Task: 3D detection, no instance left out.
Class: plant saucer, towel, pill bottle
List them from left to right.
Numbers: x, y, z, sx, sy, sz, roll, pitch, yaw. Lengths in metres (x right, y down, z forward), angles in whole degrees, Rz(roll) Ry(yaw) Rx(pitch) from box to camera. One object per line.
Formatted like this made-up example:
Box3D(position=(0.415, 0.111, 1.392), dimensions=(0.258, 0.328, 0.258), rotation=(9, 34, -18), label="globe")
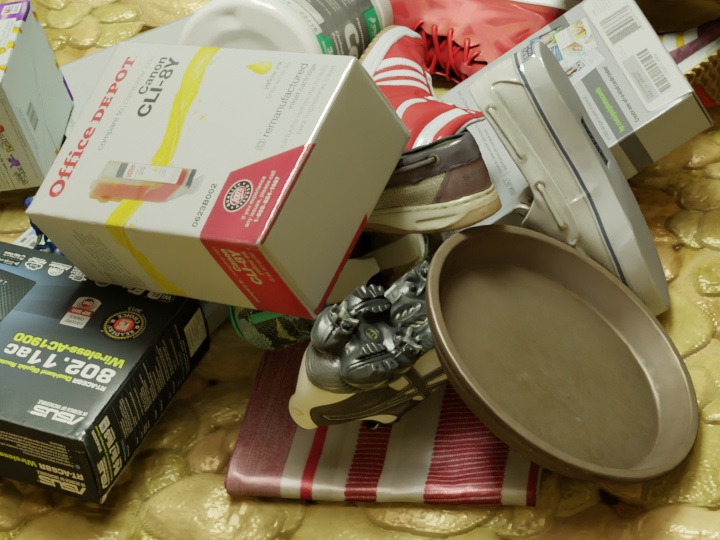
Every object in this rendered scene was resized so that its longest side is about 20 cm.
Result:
Box3D(position=(-0.049, -0.164, 1.584), dimensions=(0.113, 0.114, 0.200), rotation=(6, 20, 17), label="pill bottle")
Box3D(position=(0.022, 0.093, 1.399), dimensions=(0.199, 0.023, 0.144), rotation=(1, 42, 12), label="towel")
Box3D(position=(0.121, 0.055, 1.346), dimensions=(0.200, 0.029, 0.200), rotation=(24, 37, -20), label="plant saucer")

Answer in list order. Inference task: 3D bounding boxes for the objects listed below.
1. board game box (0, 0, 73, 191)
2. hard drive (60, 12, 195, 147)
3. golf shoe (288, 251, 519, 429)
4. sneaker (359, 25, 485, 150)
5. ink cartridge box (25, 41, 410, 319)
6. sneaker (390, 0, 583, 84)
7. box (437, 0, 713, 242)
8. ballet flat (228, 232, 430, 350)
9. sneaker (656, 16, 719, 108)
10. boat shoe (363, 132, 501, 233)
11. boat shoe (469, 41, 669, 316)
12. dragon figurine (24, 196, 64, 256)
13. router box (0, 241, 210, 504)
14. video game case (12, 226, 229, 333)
Box3D(position=(-0.334, -0.122, 1.640), dimensions=(0.199, 0.105, 0.103), rotation=(-6, 43, 14), label="board game box")
Box3D(position=(-0.151, -0.148, 1.717), dimensions=(0.199, 0.026, 0.132), rotation=(-24, 42, -18), label="hard drive")
Box3D(position=(0.030, 0.048, 1.379), dimensions=(0.200, 0.095, 0.078), rotation=(-12, 57, -44), label="golf shoe")
Box3D(position=(0.043, -0.109, 1.531), dimensions=(0.112, 0.071, 0.200), rotation=(19, 29, 10), label="sneaker")
Box3D(position=(-0.092, -0.061, 1.370), dimensions=(0.199, 0.083, 0.146), rotation=(8, 61, 37), label="ink cartridge box")
Box3D(position=(0.076, -0.168, 1.658), dimensions=(0.199, 0.079, 0.116), rotation=(0, 39, 13), label="sneaker")
Box3D(position=(0.131, -0.102, 1.537), dimensions=(0.200, 0.041, 0.156), rotation=(-33, 40, 8), label="box")
Box3D(position=(0.000, 0.000, 1.449), dimensions=(0.074, 0.074, 0.200), rotation=(21, 36, 32), label="ballet flat")
Box3D(position=(0.230, -0.156, 1.614), dimensions=(0.200, 0.075, 0.090), rotation=(-30, 49, -25), label="sneaker")
Box3D(position=(0.000, -0.060, 1.418), dimensions=(0.199, 0.065, 0.072), rotation=(1, 16, 37), label="boat shoe")
Box3D(position=(0.136, -0.050, 1.440), dimensions=(0.070, 0.200, 0.071), rotation=(-26, 14, 19), label="boat shoe")
Box3D(position=(-0.148, -0.009, 1.491), dimensions=(0.099, 0.059, 0.200), rotation=(-36, 46, -28), label="dragon figurine")
Box3D(position=(-0.221, 0.059, 1.422), dimensions=(0.199, 0.062, 0.150), rotation=(12, 46, 23), label="router box")
Box3D(position=(-0.205, 0.040, 1.507), dimensions=(0.182, 0.022, 0.200), rotation=(20, 48, 30), label="video game case")
